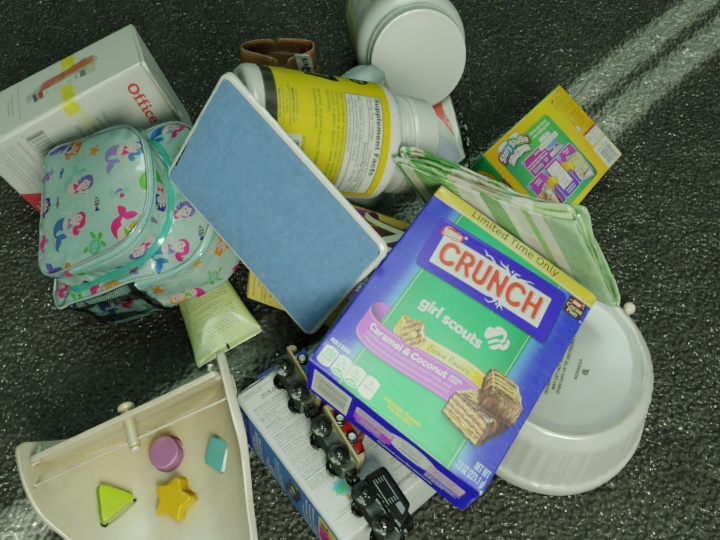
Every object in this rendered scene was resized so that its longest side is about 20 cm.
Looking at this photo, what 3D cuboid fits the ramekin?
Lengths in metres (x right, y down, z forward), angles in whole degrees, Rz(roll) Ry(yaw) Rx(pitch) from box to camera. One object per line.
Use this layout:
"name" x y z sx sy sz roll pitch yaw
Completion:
"ramekin" 0.186 0.101 0.708 0.196 0.095 0.207 1 59 -1

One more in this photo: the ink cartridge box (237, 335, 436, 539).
"ink cartridge box" -0.025 0.147 0.687 0.135 0.077 0.200 -30 60 -25

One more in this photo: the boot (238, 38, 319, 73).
"boot" -0.140 -0.202 0.900 0.195 0.157 0.075 -17 54 -15

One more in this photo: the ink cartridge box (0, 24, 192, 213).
"ink cartridge box" -0.300 -0.157 0.830 0.196 0.146 0.085 -26 53 1

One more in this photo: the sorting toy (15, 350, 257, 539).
"sorting toy" -0.165 0.200 0.630 0.196 0.107 0.184 -24 69 3

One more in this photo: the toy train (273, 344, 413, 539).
"toy train" -0.018 0.140 0.624 0.045 0.035 0.201 -22 56 -25

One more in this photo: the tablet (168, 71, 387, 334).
"tablet" -0.076 -0.053 0.633 0.200 0.130 0.014 47 37 4

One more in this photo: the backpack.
"backpack" -0.218 -0.054 0.742 0.194 0.151 0.182 -12 68 11

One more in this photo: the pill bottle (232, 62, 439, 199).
"pill bottle" -0.029 -0.129 0.715 0.195 0.115 0.116 2 49 -26

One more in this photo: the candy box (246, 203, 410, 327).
"candy box" 0.000 0.000 0.724 0.195 0.057 0.118 19 52 1

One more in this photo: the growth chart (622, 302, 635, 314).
"growth chart" 0.196 0.037 0.821 0.197 0.018 0.146 28 57 15

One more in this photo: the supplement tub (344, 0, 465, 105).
"supplement tub" 0.058 -0.312 0.976 0.141 0.148 0.202 -5 36 -7

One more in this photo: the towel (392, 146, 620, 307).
"towel" 0.132 -0.042 0.668 0.198 0.153 0.024 27 77 40

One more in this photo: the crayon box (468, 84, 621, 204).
"crayon box" 0.218 -0.124 0.883 0.119 0.058 0.199 47 54 2

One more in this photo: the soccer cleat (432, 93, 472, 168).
"soccer cleat" 0.105 -0.129 0.925 0.072 0.068 0.205 -17 57 19

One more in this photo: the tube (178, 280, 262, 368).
"tube" -0.181 0.007 0.809 0.051 0.058 0.202 4 44 -47

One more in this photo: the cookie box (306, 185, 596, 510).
"cookie box" 0.077 0.059 0.622 0.169 0.076 0.201 35 65 9

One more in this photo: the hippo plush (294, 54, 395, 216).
"hippo plush" -0.006 -0.137 0.848 0.157 0.200 0.163 -33 66 -1
